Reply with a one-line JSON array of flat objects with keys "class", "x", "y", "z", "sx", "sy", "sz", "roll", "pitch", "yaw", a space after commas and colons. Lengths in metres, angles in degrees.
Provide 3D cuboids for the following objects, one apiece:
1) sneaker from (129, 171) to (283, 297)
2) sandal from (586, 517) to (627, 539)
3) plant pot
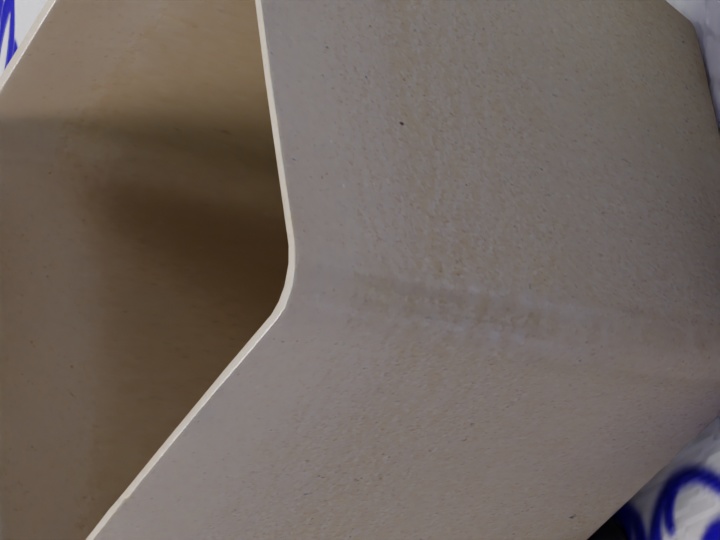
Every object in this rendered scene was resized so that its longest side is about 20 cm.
[{"class": "sneaker", "x": -0.048, "y": 0.065, "z": 0.991, "sx": 0.076, "sy": 0.091, "sz": 0.200, "roll": 132, "pitch": 149, "yaw": -70}, {"class": "sandal", "x": 0.041, "y": 0.084, "z": 1.013, "sx": 0.200, "sy": 0.043, "sz": 0.076, "roll": -146, "pitch": 61, "yaw": -71}, {"class": "plant pot", "x": 0.004, "y": -0.007, "z": 0.892, "sx": 0.200, "sy": 0.177, "sz": 0.200, "roll": -50, "pitch": 38, "yaw": 44}]
